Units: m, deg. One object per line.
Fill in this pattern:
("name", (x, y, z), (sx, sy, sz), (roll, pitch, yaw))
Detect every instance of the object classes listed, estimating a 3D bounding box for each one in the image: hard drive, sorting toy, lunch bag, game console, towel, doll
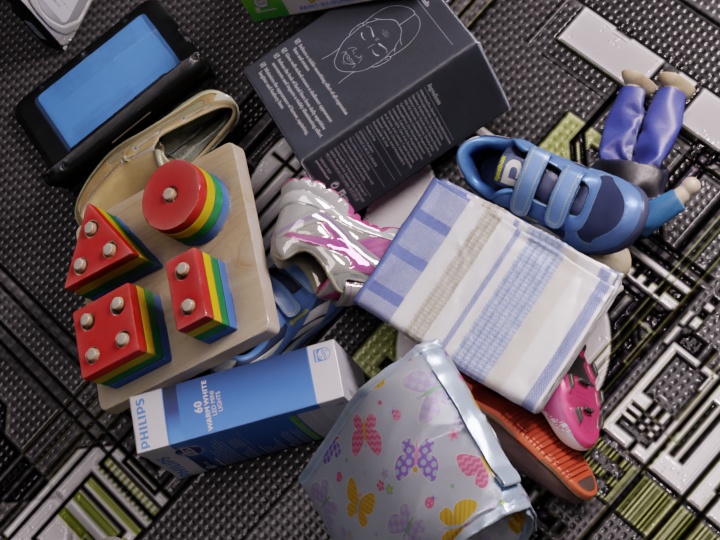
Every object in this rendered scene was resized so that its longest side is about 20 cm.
("hard drive", (-0.309, -0.353, 1.651), (0.038, 0.140, 0.201), (18, 75, 21))
("sorting toy", (-0.190, 0.000, 1.439), (0.199, 0.069, 0.200), (-26, 61, 24))
("lunch bag", (0.060, 0.180, 1.304), (0.126, 0.201, 0.170), (-11, 56, -35))
("game console", (-0.263, -0.188, 1.591), (0.200, 0.176, 0.117), (-39, 92, 0))
("towel", (0.112, 0.019, 1.362), (0.199, 0.024, 0.147), (30, 78, 18))
("doll", (0.251, -0.084, 1.427), (0.136, 0.048, 0.201), (10, 74, 35))

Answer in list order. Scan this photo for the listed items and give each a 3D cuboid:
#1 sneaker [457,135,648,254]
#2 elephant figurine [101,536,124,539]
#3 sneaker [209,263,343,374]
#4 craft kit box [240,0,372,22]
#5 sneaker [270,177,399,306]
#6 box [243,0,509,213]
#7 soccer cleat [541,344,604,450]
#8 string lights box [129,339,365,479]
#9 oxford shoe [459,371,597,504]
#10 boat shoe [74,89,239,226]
("sneaker", (0.167, -0.071, 1.397), (0.199, 0.082, 0.074), (23, 88, 42))
("elephant figurine", (-0.208, 0.349, 1.366), (0.155, 0.141, 0.201), (9, 71, 49))
("sneaker", (-0.073, 0.028, 1.467), (0.074, 0.082, 0.200), (34, 80, 26))
("craft kit box", (-0.004, -0.341, 1.526), (0.196, 0.049, 0.201), (-7, 49, 32))
("sneaker", (0.000, 0.000, 1.430), (0.199, 0.081, 0.089), (27, 69, -1))
("box", (0.014, -0.174, 1.488), (0.199, 0.107, 0.149), (-34, 51, 3))
("soccer cleat", (0.156, 0.075, 1.397), (0.086, 0.070, 0.201), (-28, 65, 30))
("string lights box", (-0.098, 0.130, 1.423), (0.198, 0.103, 0.059), (-16, 67, 10))
("oxford shoe", (0.122, 0.150, 1.381), (0.200, 0.071, 0.073), (39, 110, 24))
("boat shoe", (-0.204, -0.107, 1.548), (0.200, 0.076, 0.072), (-44, 108, -2))
